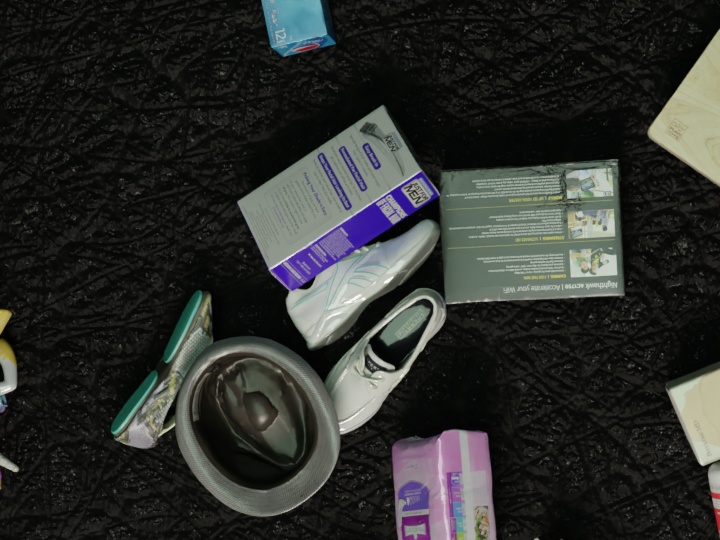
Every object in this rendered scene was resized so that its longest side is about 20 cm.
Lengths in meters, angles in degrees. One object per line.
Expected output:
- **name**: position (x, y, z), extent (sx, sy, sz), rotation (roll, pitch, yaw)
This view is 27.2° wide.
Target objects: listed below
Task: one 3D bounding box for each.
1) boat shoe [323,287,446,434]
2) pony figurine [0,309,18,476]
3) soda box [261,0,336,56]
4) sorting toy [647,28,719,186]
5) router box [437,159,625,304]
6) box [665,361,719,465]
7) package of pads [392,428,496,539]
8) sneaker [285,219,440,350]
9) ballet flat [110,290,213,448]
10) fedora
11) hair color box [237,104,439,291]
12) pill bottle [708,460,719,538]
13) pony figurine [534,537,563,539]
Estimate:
- **boat shoe**: position (0.021, 0.102, 1.650), extent (0.200, 0.066, 0.072), rotation (-45, 83, 6)
- **pony figurine**: position (-0.481, 0.152, 1.697), extent (0.192, 0.167, 0.201), rotation (-3, 73, 4)
- **soda box**: position (-0.082, -0.349, 1.676), extent (0.068, 0.064, 0.201), rotation (-12, 87, 9)
- **sorting toy**: position (0.443, -0.168, 1.583), extent (0.200, 0.070, 0.199), rotation (36, 95, 9)
- **router box**: position (0.188, -0.042, 1.632), extent (0.199, 0.051, 0.150), rotation (-2, 90, 10)
- **box**: position (0.434, 0.126, 1.575), extent (0.199, 0.078, 0.095), rotation (-25, 86, 8)
- **package of pads**: position (0.090, 0.274, 1.595), extent (0.075, 0.120, 0.201), rotation (1, 79, -23)
- **sneaker**: position (0.000, 0.000, 1.655), extent (0.200, 0.070, 0.080), rotation (-39, 77, 6)
- **ballet flat**: position (-0.207, 0.118, 1.696), extent (0.072, 0.072, 0.201), rotation (33, 94, 8)
- **fedora**: position (-0.110, 0.169, 1.658), extent (0.177, 0.090, 0.200), rotation (-43, 83, 6)
- **hair color box**: position (-0.025, -0.080, 1.641), extent (0.200, 0.065, 0.109), rotation (-33, 54, 8)
- **pill bottle**: position (0.436, 0.294, 1.555), extent (0.112, 0.112, 0.201), rotation (-10, 87, 9)
- **pony figurine**: position (0.206, 0.408, 1.585), extent (0.193, 0.166, 0.200), rotation (45, 112, 16)
